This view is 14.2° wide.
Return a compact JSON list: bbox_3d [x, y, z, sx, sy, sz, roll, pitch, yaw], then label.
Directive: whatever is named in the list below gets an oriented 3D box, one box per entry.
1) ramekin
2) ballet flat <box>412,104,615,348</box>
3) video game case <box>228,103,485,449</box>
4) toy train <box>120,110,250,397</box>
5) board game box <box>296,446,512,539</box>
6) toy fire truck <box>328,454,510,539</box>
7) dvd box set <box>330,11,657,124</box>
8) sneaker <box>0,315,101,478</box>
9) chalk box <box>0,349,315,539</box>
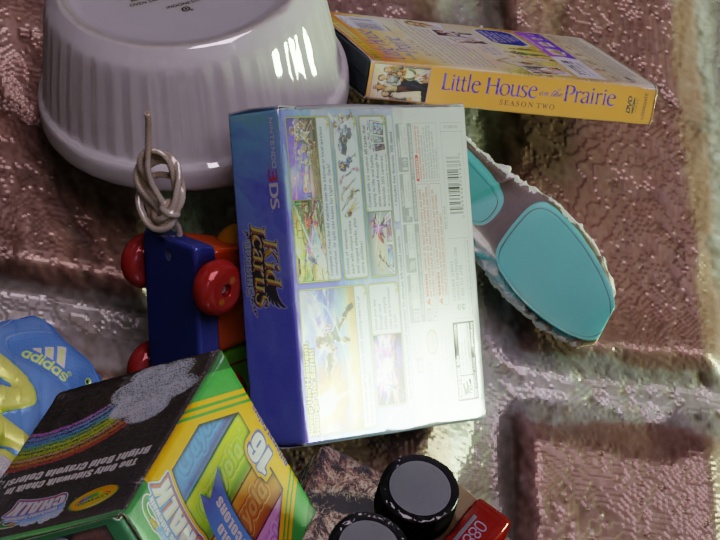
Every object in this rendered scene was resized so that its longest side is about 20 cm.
[{"bbox_3d":[-0.108,-0.145,1.802,0.201,0.094,0.203,-3,39,2],"label":"ramekin"},{"bbox_3d":[0.089,-0.033,1.879,0.200,0.072,0.072,46,56,-6],"label":"ballet flat"},{"bbox_3d":[0.000,0.000,1.753,0.181,0.045,0.201,-4,90,-52],"label":"video game case"},{"bbox_3d":[-0.078,-0.011,1.747,0.115,0.201,0.084,-19,27,-40],"label":"toy train"},{"bbox_3d":[0.000,0.234,1.679,0.159,0.097,0.200,26,56,-5],"label":"board game box"},{"bbox_3d":[0.051,0.232,1.583,0.200,0.129,0.176,35,55,13],"label":"toy fire truck"},{"bbox_3d":[0.078,-0.134,1.903,0.199,0.030,0.146,4,16,-19],"label":"dvd box set"},{"bbox_3d":[-0.184,0.104,1.696,0.105,0.076,0.201,-14,67,-28],"label":"sneaker"},{"bbox_3d":[-0.130,0.159,1.579,0.124,0.124,0.200,60,34,-23],"label":"chalk box"}]
